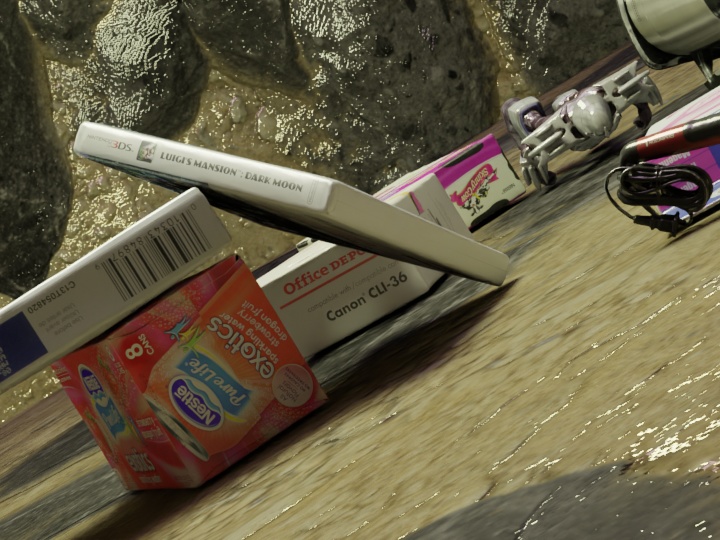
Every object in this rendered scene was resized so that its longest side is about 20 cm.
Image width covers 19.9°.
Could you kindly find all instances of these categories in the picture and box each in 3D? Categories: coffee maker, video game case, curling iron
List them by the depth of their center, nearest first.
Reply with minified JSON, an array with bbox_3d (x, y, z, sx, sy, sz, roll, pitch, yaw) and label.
[{"bbox_3d":[0.207,-0.068,0.967,0.200,0.050,0.026,-23,8,27],"label":"curling iron"},{"bbox_3d":[-0.036,-0.038,1.180,0.181,0.023,0.200,14,-3,33],"label":"video game case"},{"bbox_3d":[0.312,-0.239,1.520,0.192,0.135,0.200,-43,14,-22],"label":"coffee maker"}]

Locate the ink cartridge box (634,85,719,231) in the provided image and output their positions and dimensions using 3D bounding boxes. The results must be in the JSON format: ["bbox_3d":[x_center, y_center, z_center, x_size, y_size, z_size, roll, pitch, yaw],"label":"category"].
[{"bbox_3d":[0.239,-0.098,1.088,0.196,0.043,0.200,-30,3,14],"label":"ink cartridge box"}]

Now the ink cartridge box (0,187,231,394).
[{"bbox_3d":[-0.169,0.023,1.178,0.199,0.041,0.200,-33,4,-5],"label":"ink cartridge box"}]

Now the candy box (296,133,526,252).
[{"bbox_3d":[0.040,-0.043,1.759,0.136,0.061,0.200,-33,5,-19],"label":"candy box"}]

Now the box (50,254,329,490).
[{"bbox_3d":[-0.108,0.064,1.223,0.095,0.103,0.200,-32,5,-19],"label":"box"}]

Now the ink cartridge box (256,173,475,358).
[{"bbox_3d":[0.000,0.000,1.471,0.116,0.068,0.200,-30,2,20],"label":"ink cartridge box"}]

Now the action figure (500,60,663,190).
[{"bbox_3d":[0.177,-0.119,1.663,0.130,0.070,0.200,-24,7,-5],"label":"action figure"}]
